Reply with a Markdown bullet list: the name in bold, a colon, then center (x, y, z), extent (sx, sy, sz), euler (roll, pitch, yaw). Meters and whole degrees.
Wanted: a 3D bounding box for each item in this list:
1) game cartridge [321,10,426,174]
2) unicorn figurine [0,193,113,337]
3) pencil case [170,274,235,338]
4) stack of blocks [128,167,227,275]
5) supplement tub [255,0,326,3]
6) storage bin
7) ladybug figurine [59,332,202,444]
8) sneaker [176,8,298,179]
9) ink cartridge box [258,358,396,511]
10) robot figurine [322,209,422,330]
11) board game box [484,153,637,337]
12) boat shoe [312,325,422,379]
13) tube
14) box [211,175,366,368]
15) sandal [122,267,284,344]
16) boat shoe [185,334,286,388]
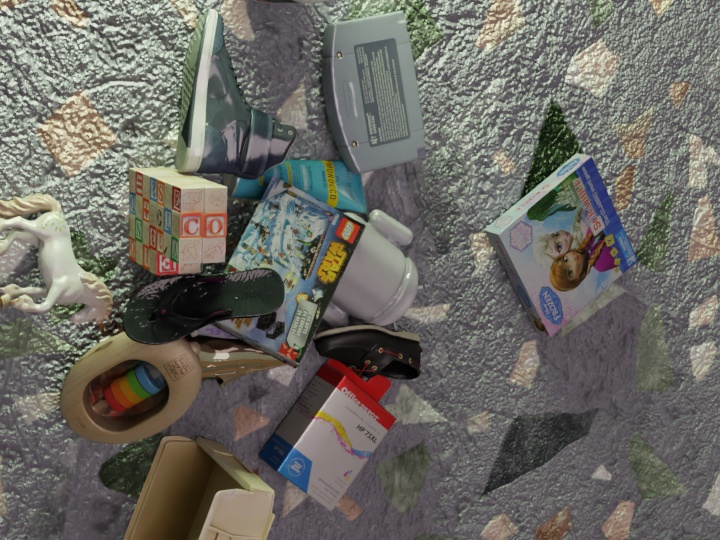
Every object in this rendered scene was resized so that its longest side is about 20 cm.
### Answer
- **game cartridge**: center (0.015, -0.238, 1.585), extent (0.132, 0.041, 0.203), euler (-14, 102, -22)
- **unicorn figurine**: center (-0.371, 0.003, 1.415), extent (0.136, 0.073, 0.203), euler (-15, 102, -36)
- **pencil case**: center (-0.156, 0.051, 1.514), extent (0.197, 0.091, 0.084), euler (6, 103, -17)
- **stack of blocks**: center (-0.222, -0.055, 1.412), extent (0.058, 0.199, 0.117), euler (-3, 102, -27)
- **supplement tub**: center (-0.079, -0.393, 1.413), extent (0.139, 0.199, 0.143), euler (-7, 105, -26)
- **storage bin**: center (-0.212, 0.335, 1.503), extent (0.093, 0.199, 0.201), euler (20, 92, -31)
- **ladybug figurine**: center (-0.280, 0.137, 1.466), extent (0.198, 0.072, 0.137), euler (-26, 109, 12)
- **sneaker**: center (-0.149, -0.214, 1.469), extent (0.144, 0.077, 0.206), euler (6, 86, -22)
- **ink cartridge box**: center (-0.034, 0.217, 1.649), extent (0.116, 0.067, 0.201), euler (40, 81, -29)
- **robot figurine**: center (0.000, 0.000, 1.592), extent (0.199, 0.113, 0.170), euler (37, 95, -29)
- **board game box**: center (0.309, -0.038, 1.791), extent (0.199, 0.041, 0.201), euler (-39, 116, -15)
- **boat shoe**: center (0.014, 0.114, 1.617), extent (0.200, 0.073, 0.064), euler (13, 65, -47)
- **tube**: center (-0.083, -0.117, 1.560), extent (0.198, 0.050, 0.079), euler (1, 76, -30)
- **box**: center (-0.095, 0.002, 1.472), extent (0.136, 0.040, 0.202), euler (28, 73, -4)
- **sandal**: center (-0.186, 0.034, 1.400), extent (0.198, 0.048, 0.076), euler (-15, 81, -14)
- **boat shoe**: center (-0.178, 0.118, 1.558), extent (0.197, 0.072, 0.077), euler (2, 114, -20)
